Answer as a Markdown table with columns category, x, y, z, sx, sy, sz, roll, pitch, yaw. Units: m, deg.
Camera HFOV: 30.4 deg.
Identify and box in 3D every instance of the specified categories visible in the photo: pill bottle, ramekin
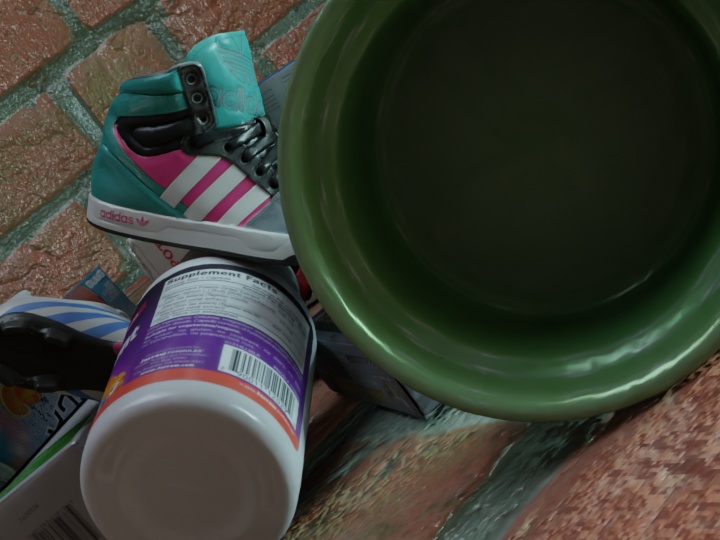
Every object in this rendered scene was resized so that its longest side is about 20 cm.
| category | x | y | z | sx | sy | sz | roll | pitch | yaw |
| --- | --- | --- | --- | --- | --- | --- | --- | --- | --- |
| pill bottle | -0.081 | 0.062 | 0.732 | 0.111 | 0.112 | 0.201 | -35 | 21 | 19 |
| ramekin | 0.072 | -0.048 | 0.543 | 0.199 | 0.201 | 0.098 | -35 | 1 | 15 |

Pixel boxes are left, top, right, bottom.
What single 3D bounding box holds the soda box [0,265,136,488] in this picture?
| category | x | y | z | sx | sy | sz | roll | pitch | yaw |
| --- | --- | --- | --- | --- | --- | --- | --- | --- | --- |
| soda box | -0.236 | 0.083 | 0.957 | 0.068 | 0.064 | 0.200 | -36 | 12 | 38 |

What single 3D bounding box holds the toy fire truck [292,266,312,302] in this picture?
| category | x | y | z | sx | sy | sz | roll | pitch | yaw |
| --- | --- | --- | --- | --- | --- | --- | --- | --- | --- |
| toy fire truck | -0.067 | 0.024 | 1.014 | 0.201 | 0.048 | 0.142 | 111 | 180 | -61 |

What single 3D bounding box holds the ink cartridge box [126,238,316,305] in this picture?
| category | x | y | z | sx | sy | sz | roll | pitch | yaw |
| --- | --- | --- | --- | --- | --- | --- | --- | --- | --- |
| ink cartridge box | -0.089 | -0.033 | 1.199 | 0.199 | 0.146 | 0.085 | -34 | 11 | 20 |

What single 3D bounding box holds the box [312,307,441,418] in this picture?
| category | x | y | z | sx | sy | sz | roll | pitch | yaw |
| --- | --- | --- | --- | --- | --- | --- | --- | --- | --- |
| box | 0.052 | 0.009 | 0.770 | 0.158 | 0.048 | 0.200 | -41 | 9 | -13 |

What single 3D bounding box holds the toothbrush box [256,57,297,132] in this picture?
| category | x | y | z | sx | sy | sz | roll | pitch | yaw |
| --- | --- | --- | --- | --- | --- | --- | --- | --- | --- |
| toothbrush box | 0.005 | -0.098 | 0.877 | 0.145 | 0.086 | 0.200 | -28 | -2 | 22 |

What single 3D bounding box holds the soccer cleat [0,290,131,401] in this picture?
| category | x | y | z | sx | sy | sz | roll | pitch | yaw |
| --- | --- | --- | --- | --- | --- | --- | --- | --- | --- |
| soccer cleat | -0.146 | 0.057 | 0.867 | 0.086 | 0.198 | 0.071 | -93 | 23 | -70 |

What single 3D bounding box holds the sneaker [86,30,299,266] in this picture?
| category | x | y | z | sx | sy | sz | roll | pitch | yaw |
| --- | --- | --- | --- | --- | --- | --- | --- | --- | --- |
| sneaker | -0.062 | -0.074 | 0.759 | 0.197 | 0.122 | 0.084 | 9 | 14 | 14 |

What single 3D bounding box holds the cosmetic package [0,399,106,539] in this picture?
| category | x | y | z | sx | sy | sz | roll | pitch | yaw |
| --- | --- | --- | --- | --- | --- | --- | --- | --- | --- |
| cosmetic package | -0.177 | 0.137 | 0.927 | 0.107 | 0.085 | 0.200 | -39 | 10 | 14 |
